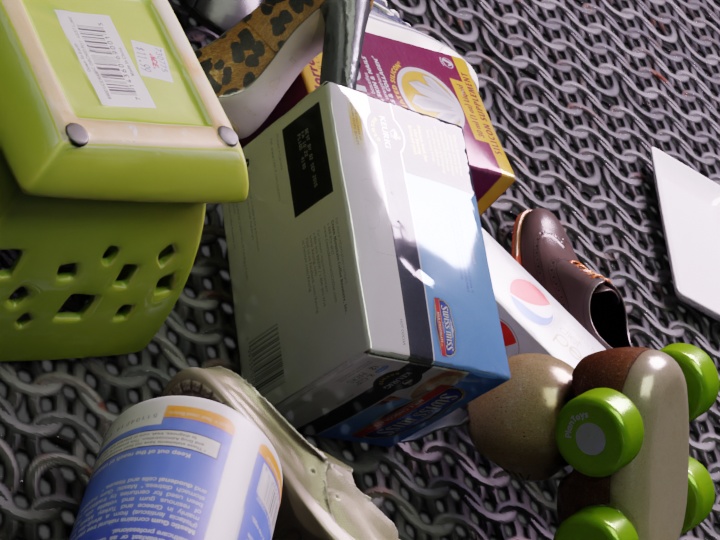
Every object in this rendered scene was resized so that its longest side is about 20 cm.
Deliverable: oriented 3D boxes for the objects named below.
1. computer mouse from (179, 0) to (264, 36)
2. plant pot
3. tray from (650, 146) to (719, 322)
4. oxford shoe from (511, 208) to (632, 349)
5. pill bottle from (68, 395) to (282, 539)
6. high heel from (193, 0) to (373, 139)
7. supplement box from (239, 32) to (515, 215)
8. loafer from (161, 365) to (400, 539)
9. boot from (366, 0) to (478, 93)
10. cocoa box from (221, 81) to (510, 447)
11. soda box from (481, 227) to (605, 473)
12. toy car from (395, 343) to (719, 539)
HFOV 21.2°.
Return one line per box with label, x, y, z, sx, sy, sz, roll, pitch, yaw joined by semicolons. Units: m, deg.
computer mouse;-0.127;-0.253;1.514;0.140;0.046;0.200;34;20;-13
plant pot;-0.197;-0.075;1.174;0.198;0.181;0.201;0;54;-46
tray;0.316;-0.023;1.794;0.107;0.022;0.201;26;38;-24
oxford shoe;0.180;0.020;1.560;0.071;0.073;0.201;13;45;-37
pill bottle;-0.112;0.174;1.061;0.112;0.112;0.201;33;36;-16
high heel;-0.086;-0.170;1.380;0.071;0.198;0.144;54;38;-60
supplement box;0.001;-0.106;1.480;0.199;0.103;0.132;9;48;-39
loafer;-0.048;0.137;1.207;0.200;0.075;0.068;51;32;-7
boot;0.014;-0.207;1.625;0.199;0.073;0.091;23;45;-28
cocoa box;0.000;0.000;1.311;0.131;0.133;0.202;13;57;-39
soda box;0.131;0.065;1.466;0.200;0.068;0.064;44;34;-1
toy car;0.128;0.122;1.343;0.164;0.199;0.159;-19;112;-56
